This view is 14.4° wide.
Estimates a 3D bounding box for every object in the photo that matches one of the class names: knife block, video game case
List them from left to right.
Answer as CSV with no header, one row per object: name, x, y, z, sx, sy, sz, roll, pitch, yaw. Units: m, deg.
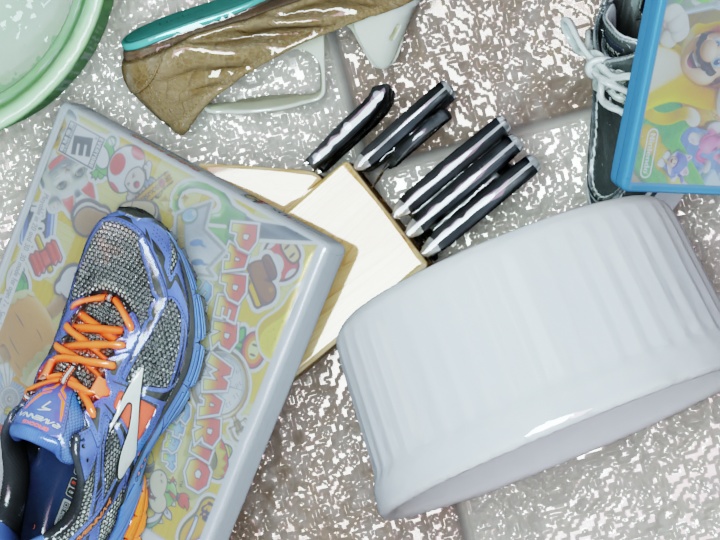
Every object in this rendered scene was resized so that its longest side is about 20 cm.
video game case,-0.117,0.041,1.443,0.182,0.023,0.201,28,102,29
knife block,0.000,0.000,1.464,0.175,0.064,0.201,6,90,5
video game case,0.227,-0.105,1.407,0.199,0.018,0.144,2,110,-23

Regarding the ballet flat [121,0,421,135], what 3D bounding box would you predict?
ballet flat,-0.025,-0.126,1.472,0.199,0.068,0.073,-25,108,4

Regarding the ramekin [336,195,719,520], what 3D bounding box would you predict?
ramekin,0.085,0.040,1.396,0.200,0.200,0.098,-23,81,4

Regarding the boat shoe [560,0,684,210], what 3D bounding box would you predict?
boat shoe,0.141,-0.110,1.419,0.074,0.068,0.200,47,128,42

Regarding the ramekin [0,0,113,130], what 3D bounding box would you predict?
ramekin,-0.219,-0.159,1.464,0.199,0.098,0.201,0,90,4

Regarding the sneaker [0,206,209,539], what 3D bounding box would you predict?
sneaker,-0.132,0.067,1.393,0.075,0.078,0.201,16,97,30
